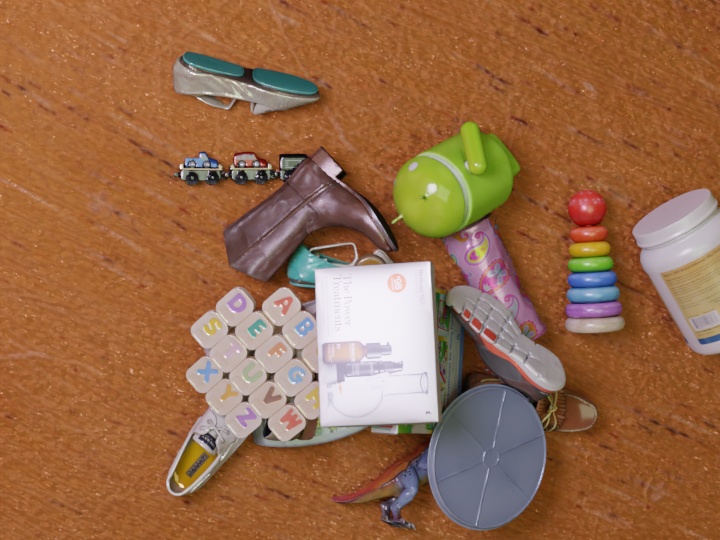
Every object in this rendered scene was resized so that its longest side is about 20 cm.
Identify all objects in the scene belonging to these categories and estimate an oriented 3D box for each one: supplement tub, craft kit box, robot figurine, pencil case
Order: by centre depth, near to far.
[{"bbox_3d":[0.081,0.121,1.671,0.048,0.197,0.201,0,82,26],"label":"craft kit box"},{"bbox_3d":[0.126,-0.116,1.674,0.200,0.175,0.116,-30,82,-39],"label":"robot figurine"},{"bbox_3d":[0.185,0.019,1.743,0.087,0.087,0.201,-27,100,-6],"label":"pencil case"},{"bbox_3d":[0.487,0.001,1.758,0.144,0.145,0.200,-33,100,-4],"label":"supplement tub"}]

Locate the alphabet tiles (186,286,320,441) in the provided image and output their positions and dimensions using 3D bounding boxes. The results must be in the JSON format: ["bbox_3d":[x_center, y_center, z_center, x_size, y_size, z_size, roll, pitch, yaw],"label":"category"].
[{"bbox_3d":[-0.129,0.124,1.628,0.195,0.015,0.200,-40,91,17],"label":"alphabet tiles"}]

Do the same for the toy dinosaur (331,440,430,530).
[{"bbox_3d":[0.086,0.273,1.755,0.199,0.105,0.182,22,74,0],"label":"toy dinosaur"}]

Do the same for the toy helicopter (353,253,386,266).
[{"bbox_3d":[-0.006,0.075,1.681,0.132,0.079,0.201,7,102,1],"label":"toy helicopter"}]

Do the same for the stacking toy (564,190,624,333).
[{"bbox_3d":[0.329,-0.014,1.767,0.085,0.085,0.201,-3,93,-9],"label":"stacking toy"}]

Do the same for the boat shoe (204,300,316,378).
[{"bbox_3d":[-0.122,0.079,1.707,0.199,0.072,0.069,-28,59,-12],"label":"boat shoe"}]

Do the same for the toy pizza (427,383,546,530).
[{"bbox_3d":[0.171,0.255,1.708,0.199,0.032,0.201,-1,92,-30],"label":"toy pizza"}]

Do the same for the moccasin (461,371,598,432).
[{"bbox_3d":[0.245,0.188,1.772,0.200,0.078,0.074,20,92,-11],"label":"moccasin"}]

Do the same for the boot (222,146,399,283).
[{"bbox_3d":[-0.072,-0.037,1.662,0.200,0.064,0.187,-41,71,5],"label":"boot"}]

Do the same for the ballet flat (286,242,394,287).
[{"bbox_3d":[0.000,0.000,1.717,0.199,0.067,0.071,10,102,-9],"label":"ballet flat"}]

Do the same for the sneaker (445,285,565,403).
[{"bbox_3d":[0.182,0.109,1.690,0.200,0.082,0.077,44,43,7],"label":"sneaker"}]

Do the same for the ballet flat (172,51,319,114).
[{"bbox_3d":[-0.156,-0.244,1.680,0.199,0.068,0.063,14,121,-7],"label":"ballet flat"}]

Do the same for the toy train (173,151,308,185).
[{"bbox_3d":[-0.154,-0.140,1.696,0.199,0.034,0.046,-2,93,-10],"label":"toy train"}]

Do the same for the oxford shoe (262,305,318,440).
[{"bbox_3d":[-0.096,0.143,1.656,0.073,0.071,0.201,-7,113,-22],"label":"oxford shoe"}]

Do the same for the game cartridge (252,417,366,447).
[{"bbox_3d":[-0.061,0.175,1.744,0.199,0.041,0.134,-13,102,-8],"label":"game cartridge"}]

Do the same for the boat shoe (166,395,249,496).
[{"bbox_3d":[-0.199,0.225,1.692,0.071,0.070,0.200,40,99,3],"label":"boat shoe"}]

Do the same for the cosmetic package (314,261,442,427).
[{"bbox_3d":[0.022,0.094,1.560,0.150,0.052,0.201,-4,82,7],"label":"cosmetic package"}]
